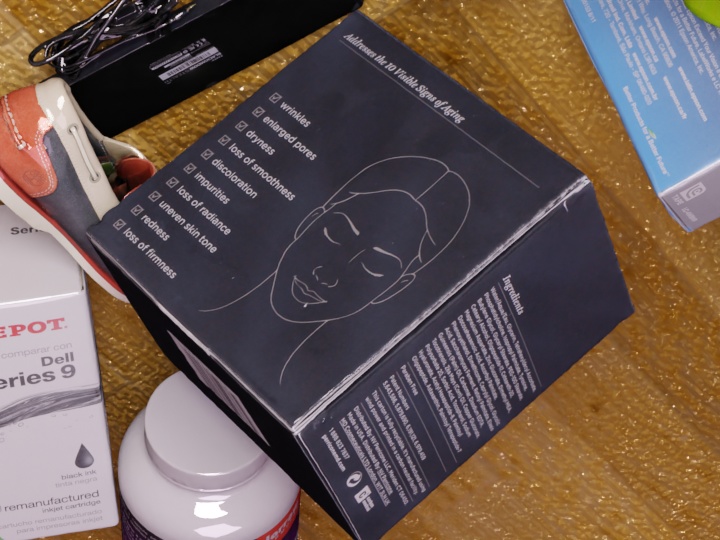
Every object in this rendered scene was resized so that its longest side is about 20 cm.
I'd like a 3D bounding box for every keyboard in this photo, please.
[{"bbox_3d":[-0.103,-0.131,1.218,0.199,0.040,0.104,-27,156,10],"label":"keyboard"}]

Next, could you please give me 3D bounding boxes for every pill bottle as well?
[{"bbox_3d":[-0.092,0.146,1.393,0.112,0.113,0.200,-6,144,-8],"label":"pill bottle"}]

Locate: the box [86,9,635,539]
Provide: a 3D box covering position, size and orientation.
[{"bbox_3d":[0.000,0.000,1.191,0.196,0.200,0.124,-41,140,-11],"label":"box"}]

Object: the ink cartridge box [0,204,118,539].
[{"bbox_3d":[-0.225,0.066,1.325,0.145,0.084,0.201,-8,133,-7],"label":"ink cartridge box"}]

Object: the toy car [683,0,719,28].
[{"bbox_3d":[0.158,-0.188,1.059,0.199,0.158,0.165,5,116,-25],"label":"toy car"}]

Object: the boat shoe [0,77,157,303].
[{"bbox_3d":[-0.141,-0.042,1.237,0.062,0.071,0.200,-32,147,8],"label":"boat shoe"}]

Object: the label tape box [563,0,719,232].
[{"bbox_3d":[0.225,-0.133,1.201,0.199,0.144,0.066,-28,151,12],"label":"label tape box"}]
